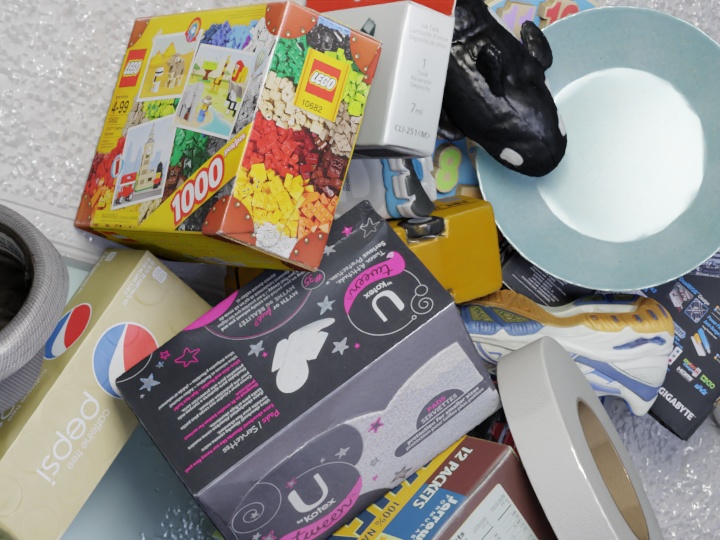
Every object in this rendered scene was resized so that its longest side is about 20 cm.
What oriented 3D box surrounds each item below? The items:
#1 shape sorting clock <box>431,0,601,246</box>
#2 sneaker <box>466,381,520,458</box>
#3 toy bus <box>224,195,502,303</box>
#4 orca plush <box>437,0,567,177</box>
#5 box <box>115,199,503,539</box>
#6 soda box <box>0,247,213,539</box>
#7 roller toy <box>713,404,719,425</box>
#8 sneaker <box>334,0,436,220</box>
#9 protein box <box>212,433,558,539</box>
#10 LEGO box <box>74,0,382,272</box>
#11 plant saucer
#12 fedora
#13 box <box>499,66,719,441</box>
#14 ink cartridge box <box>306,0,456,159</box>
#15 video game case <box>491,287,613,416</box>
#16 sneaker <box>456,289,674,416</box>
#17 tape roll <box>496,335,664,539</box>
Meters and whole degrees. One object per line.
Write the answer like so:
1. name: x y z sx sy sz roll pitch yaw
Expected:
1. shape sorting clock: 0.121 -0.107 1.660 0.199 0.039 0.201 -11 110 -30
2. sneaker: 0.093 0.128 1.632 0.200 0.097 0.071 42 67 -52
3. toy bus: 0.000 0.000 1.572 0.199 0.078 0.066 -13 105 -23
4. orca plush: 0.087 -0.155 1.547 0.105 0.071 0.201 -20 95 -17
5. box: -0.029 0.080 1.456 0.200 0.115 0.132 -35 141 -5
6. soda box: -0.183 0.084 1.478 0.068 0.064 0.201 43 69 -26
7. roller toy: 0.369 0.068 1.784 0.182 0.139 0.201 16 84 -32
8. sneaker: -0.008 -0.126 1.580 0.075 0.086 0.201 28 52 -63
9. protein box: 0.046 0.218 1.541 0.135 0.198 0.200 -46 120 -22
10. LEGO box: -0.086 -0.084 1.452 0.077 0.200 0.150 20 81 -32
11. plant saucer: 0.181 -0.084 1.610 0.200 0.039 0.202 -1 84 8
12. fedora: -0.270 0.041 1.388 0.199 0.177 0.091 -18 137 -11
13. box: 0.227 -0.013 1.675 0.200 0.050 0.199 40 90 -15
14. ink cartridge box: -0.007 -0.161 1.500 0.043 0.200 0.175 11 86 -31
15. video game case: 0.104 0.087 1.688 0.199 0.018 0.144 17 83 -32
16. sneaker: 0.120 0.065 1.616 0.199 0.075 0.089 4 113 0
17. tape roll: 0.151 0.141 1.515 0.037 0.203 0.203 -27 111 12
